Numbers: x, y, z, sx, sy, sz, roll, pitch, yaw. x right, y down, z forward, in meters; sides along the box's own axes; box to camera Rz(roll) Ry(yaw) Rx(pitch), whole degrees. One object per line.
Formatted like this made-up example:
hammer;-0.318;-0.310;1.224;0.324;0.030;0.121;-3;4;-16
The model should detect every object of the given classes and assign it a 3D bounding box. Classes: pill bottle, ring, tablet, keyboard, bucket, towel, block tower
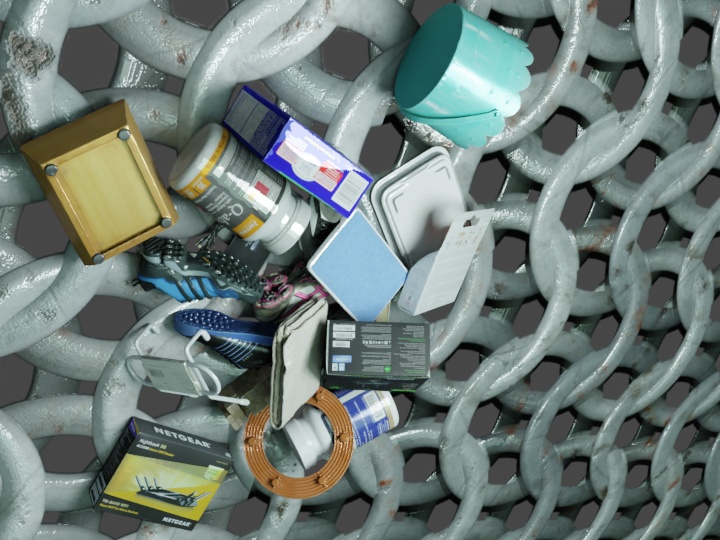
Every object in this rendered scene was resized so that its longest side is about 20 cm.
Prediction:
pill bottle;-0.038;0.281;1.482;0.198;0.116;0.117;-26;123;-14
ring;-0.110;0.299;1.406;0.200;0.201;0.019;-40;169;-6
tablet;0.000;0.000;1.327;0.130;0.014;0.200;-50;135;-10
keyboard;-0.189;-0.062;1.290;0.127;0.021;0.201;30;95;-37
bucket;0.156;-0.307;1.257;0.134;0.207;0.209;23;101;-25
towel;-0.101;0.152;1.321;0.132;0.034;0.202;-40;143;-51
block tower;-0.160;0.193;1.407;0.199;0.058;0.054;-38;127;-10
pill bottle;-0.177;-0.117;1.192;0.199;0.116;0.117;38;92;-26

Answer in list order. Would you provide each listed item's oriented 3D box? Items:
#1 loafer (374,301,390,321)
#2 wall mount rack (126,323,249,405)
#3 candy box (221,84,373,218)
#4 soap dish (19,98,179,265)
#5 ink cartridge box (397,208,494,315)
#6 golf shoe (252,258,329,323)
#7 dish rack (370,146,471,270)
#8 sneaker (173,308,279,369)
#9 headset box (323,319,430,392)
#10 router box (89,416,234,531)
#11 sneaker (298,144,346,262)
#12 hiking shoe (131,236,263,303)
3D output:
loafer;0.030;0.032;1.423;0.068;0.076;0.202;-24;127;-24
wall mount rack;-0.274;0.169;1.282;0.075;0.198;0.175;-52;134;-41
candy box;-0.097;-0.177;1.173;0.168;0.200;0.077;33;97;-35
soap dish;-0.360;-0.116;1.128;0.156;0.081;0.202;-28;125;-15
ink cartridge box;0.154;-0.025;1.433;0.162;0.057;0.202;-13;125;-55
golf shoe;-0.093;0.030;1.363;0.198;0.073;0.093;-23;139;-10
dish rack;0.119;-0.102;1.430;0.171;0.044;0.201;-32;124;-12
sneaker;-0.212;0.120;1.311;0.197;0.070;0.079;12;114;-9
headset box;0.022;0.152;1.378;0.172;0.200;0.094;3;75;-4
router box;-0.343;0.357;1.385;0.199;0.052;0.158;27;98;-36
sneaker;-0.054;-0.099;1.287;0.066;0.090;0.203;8;101;-22
hiking shoe;-0.251;0.015;1.249;0.198;0.075;0.087;20;120;-10
